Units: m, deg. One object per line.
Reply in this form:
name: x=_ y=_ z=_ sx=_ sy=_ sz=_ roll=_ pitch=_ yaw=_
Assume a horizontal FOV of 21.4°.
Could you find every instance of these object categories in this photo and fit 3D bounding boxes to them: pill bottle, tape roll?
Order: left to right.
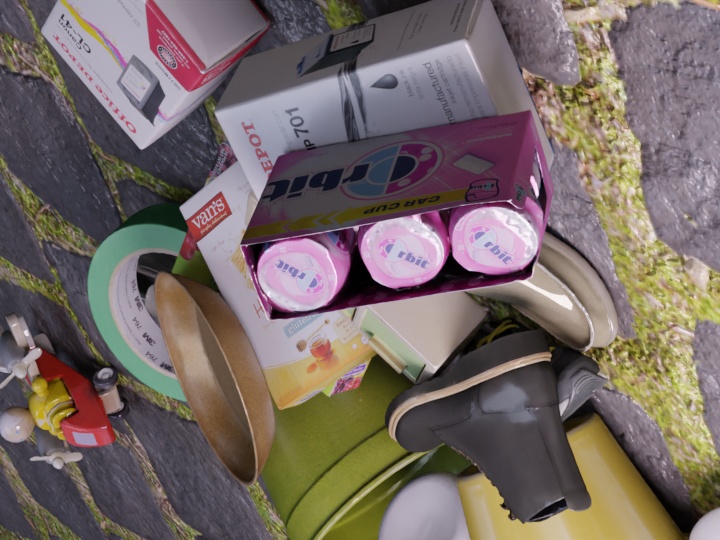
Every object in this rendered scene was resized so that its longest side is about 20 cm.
tape roll: x=-0.172 y=0.034 z=1.876 sx=0.199 sy=0.048 sz=0.202 roll=14 pitch=123 yaw=22
pill bottle: x=0.114 y=0.259 z=1.692 sx=0.109 sy=0.110 sz=0.200 roll=16 pitch=167 yaw=47

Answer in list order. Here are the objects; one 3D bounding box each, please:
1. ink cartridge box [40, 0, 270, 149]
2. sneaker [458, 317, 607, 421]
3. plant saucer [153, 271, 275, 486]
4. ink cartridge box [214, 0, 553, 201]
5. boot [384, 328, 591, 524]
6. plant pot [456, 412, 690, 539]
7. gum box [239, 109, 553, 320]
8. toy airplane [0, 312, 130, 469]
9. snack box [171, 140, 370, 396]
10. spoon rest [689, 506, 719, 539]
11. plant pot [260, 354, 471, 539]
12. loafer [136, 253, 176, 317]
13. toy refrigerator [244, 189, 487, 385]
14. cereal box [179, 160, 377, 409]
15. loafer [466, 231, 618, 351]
ink cartridge box: x=-0.177 y=-0.207 z=1.613 sx=0.148 sy=0.086 sz=0.200 roll=50 pitch=152 yaw=-2
sneaker: x=0.125 y=0.081 z=1.521 sx=0.085 sy=0.074 sz=0.200 roll=54 pitch=162 yaw=-7
plant saucer: x=-0.121 y=0.088 z=1.658 sx=0.201 sy=0.035 sz=0.201 roll=54 pitch=157 yaw=35
ink cartridge box: x=0.019 y=-0.098 z=1.361 sx=0.199 sy=0.086 sz=0.147 roll=-15 pitch=119 yaw=22
boot: x=0.093 y=0.144 z=1.464 sx=0.200 sy=0.077 sz=0.139 roll=-42 pitch=62 yaw=58
plant pot: x=0.174 y=0.227 z=1.551 sx=0.201 sy=0.200 sz=0.190 roll=-26 pitch=87 yaw=63
gum box: x=0.032 y=-0.037 z=1.275 sx=0.198 sy=0.114 sz=0.066 roll=-9 pitch=121 yaw=19
toy airplane: x=-0.397 y=0.151 z=2.352 sx=0.200 sy=0.141 sz=0.199 roll=52 pitch=154 yaw=-6
snack box: x=-0.061 y=-0.006 z=1.663 sx=0.200 sy=0.053 sz=0.143 roll=36 pitch=117 yaw=25
spoon rest: x=0.321 y=0.256 z=1.485 sx=0.099 sy=0.061 sz=0.201 roll=-14 pitch=117 yaw=22
plant pot: x=-0.023 y=0.140 z=1.741 sx=0.193 sy=0.200 sz=0.201 roll=52 pitch=156 yaw=20
loafer: x=-0.190 y=0.027 z=1.955 sx=0.199 sy=0.070 sz=0.070 roll=32 pitch=149 yaw=30
toy refrigerator: x=0.000 y=0.000 z=1.503 sx=0.200 sy=0.070 sz=0.076 roll=42 pitch=163 yaw=7
cereal box: x=-0.056 y=-0.004 z=1.603 sx=0.144 sy=0.039 sz=0.201 roll=-35 pitch=77 yaw=32
loafer: x=0.109 y=-0.004 z=1.456 sx=0.200 sy=0.068 sz=0.076 roll=42 pitch=153 yaw=6
